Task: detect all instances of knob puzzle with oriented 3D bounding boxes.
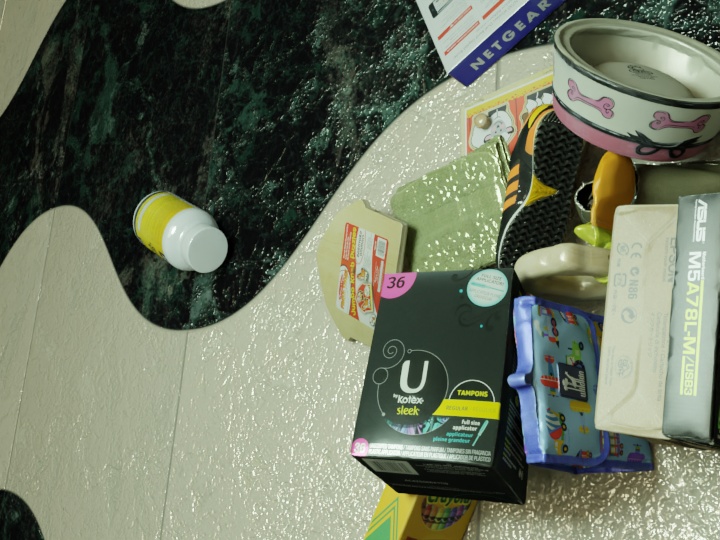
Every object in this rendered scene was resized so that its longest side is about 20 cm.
[{"bbox_3d":[0.197,-0.148,0.982,0.217,0.030,0.225,-15,67,40],"label":"knob puzzle"},{"bbox_3d":[0.000,0.000,1.108,0.218,0.030,0.226,7,98,55],"label":"knob puzzle"}]

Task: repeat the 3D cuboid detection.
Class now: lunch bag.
[{"bbox_3d":[0.202,0.117,0.773,0.093,0.198,0.154,-15,67,40],"label":"lunch bag"}]

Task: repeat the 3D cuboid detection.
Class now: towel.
[{"bbox_3d":[0.128,-0.067,0.998,0.198,0.036,0.152,-25,75,40],"label":"towel"}]

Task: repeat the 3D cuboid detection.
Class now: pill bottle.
[{"bbox_3d":[-0.323,-0.066,1.409,0.198,0.111,0.114,27,96,46],"label":"pill bottle"}]

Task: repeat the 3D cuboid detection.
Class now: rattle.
[{"bbox_3d":[0.211,-0.027,0.849,0.200,0.127,0.147,131,130,-74],"label":"rattle"}]

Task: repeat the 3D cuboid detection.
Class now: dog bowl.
[{"bbox_3d":[0.286,-0.186,0.802,0.201,0.196,0.075,50,144,40],"label":"dog bowl"}]

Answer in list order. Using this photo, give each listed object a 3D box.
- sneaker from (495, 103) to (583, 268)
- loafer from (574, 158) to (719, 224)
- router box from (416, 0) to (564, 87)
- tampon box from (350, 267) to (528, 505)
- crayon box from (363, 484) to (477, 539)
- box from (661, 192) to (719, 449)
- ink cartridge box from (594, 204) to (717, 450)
[{"bbox_3d":[0.199,-0.090,0.898,0.090,0.068,0.205,-101,22,-68],"label":"sneaker"},{"bbox_3d":[0.312,-0.074,0.817,0.197,0.069,0.077,-10,70,43],"label":"loafer"},{"bbox_3d":[0.176,-0.386,1.064,0.199,0.048,0.183,-37,54,31],"label":"router box"},{"bbox_3d":[0.094,0.117,0.804,0.147,0.127,0.204,-3,59,25],"label":"tampon box"},{"bbox_3d":[0.068,0.293,0.901,0.050,0.126,0.204,25,96,44],"label":"crayon box"},{"bbox_3d":[0.326,0.056,0.672,0.047,0.198,0.198,1,77,46],"label":"box"},{"bbox_3d":[0.290,0.058,0.730,0.074,0.163,0.205,0,78,40],"label":"ink cartridge box"}]
